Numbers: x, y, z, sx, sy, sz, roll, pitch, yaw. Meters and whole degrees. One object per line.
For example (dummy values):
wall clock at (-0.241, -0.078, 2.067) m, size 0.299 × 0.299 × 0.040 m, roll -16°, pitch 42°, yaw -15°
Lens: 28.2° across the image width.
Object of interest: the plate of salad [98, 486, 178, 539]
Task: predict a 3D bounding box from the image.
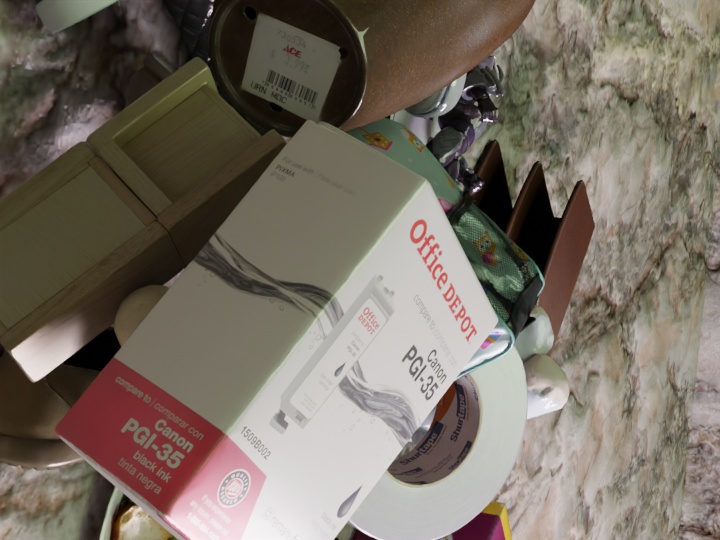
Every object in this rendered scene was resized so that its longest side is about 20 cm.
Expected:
plate of salad at (-0.116, 0.185, 0.973) m, size 0.200 × 0.048 × 0.201 m, roll 6°, pitch 90°, yaw -67°

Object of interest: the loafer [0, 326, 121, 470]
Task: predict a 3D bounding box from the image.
loafer at (-0.143, 0.064, 0.840) m, size 0.200 × 0.076 × 0.068 m, roll -19°, pitch 120°, yaw -65°

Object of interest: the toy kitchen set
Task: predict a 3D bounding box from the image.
toy kitchen set at (-0.138, -0.016, 0.830) m, size 0.180 × 0.163 × 0.200 m, roll -39°, pitch 151°, yaw -14°

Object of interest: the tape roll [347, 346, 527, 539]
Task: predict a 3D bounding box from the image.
tape roll at (0.038, 0.116, 1.162) m, size 0.200 × 0.066 × 0.201 m, roll -7°, pitch 102°, yaw -31°

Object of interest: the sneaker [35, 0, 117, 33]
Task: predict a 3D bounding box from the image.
sneaker at (-0.132, -0.207, 0.819) m, size 0.071 × 0.073 × 0.200 m, roll 55°, pitch 42°, yaw -22°

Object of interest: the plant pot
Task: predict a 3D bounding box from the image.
plant pot at (-0.005, -0.162, 0.838) m, size 0.200 × 0.187 × 0.187 m, roll -57°, pitch 146°, yaw -51°

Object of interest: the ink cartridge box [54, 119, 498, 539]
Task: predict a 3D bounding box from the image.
ink cartridge box at (-0.033, 0.048, 0.714) m, size 0.200 × 0.083 × 0.147 m, roll -52°, pitch 146°, yaw -14°

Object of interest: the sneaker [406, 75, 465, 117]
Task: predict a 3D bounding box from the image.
sneaker at (0.022, -0.202, 0.982) m, size 0.071 × 0.073 × 0.200 m, roll -23°, pitch 105°, yaw -52°

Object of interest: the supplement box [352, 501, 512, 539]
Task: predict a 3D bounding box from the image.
supplement box at (0.047, 0.302, 1.284) m, size 0.200 × 0.131 × 0.103 m, roll -60°, pitch 147°, yaw -43°

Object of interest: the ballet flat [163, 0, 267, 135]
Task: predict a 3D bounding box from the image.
ballet flat at (-0.094, -0.137, 0.947) m, size 0.200 × 0.057 × 0.067 m, roll 83°, pitch 19°, yaw -44°

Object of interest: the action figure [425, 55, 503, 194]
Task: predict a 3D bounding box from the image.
action figure at (0.072, -0.095, 1.141) m, size 0.130 × 0.069 × 0.200 m, roll 85°, pitch 28°, yaw -54°

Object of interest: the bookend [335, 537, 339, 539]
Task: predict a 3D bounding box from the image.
bookend at (-0.086, 0.307, 0.991) m, size 0.199 × 0.092 × 0.200 m, roll -27°, pitch 144°, yaw -48°

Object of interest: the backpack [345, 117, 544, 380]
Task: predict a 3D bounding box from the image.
backpack at (0.000, 0.000, 0.993) m, size 0.200 × 0.176 × 0.153 m, roll 55°, pitch 37°, yaw -5°

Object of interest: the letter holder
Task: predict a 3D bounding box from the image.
letter holder at (0.164, -0.026, 1.500) m, size 0.142 × 0.100 × 0.200 m, roll 69°, pitch 36°, yaw -44°

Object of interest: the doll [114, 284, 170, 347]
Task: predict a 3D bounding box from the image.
doll at (-0.080, 0.062, 0.786) m, size 0.136 × 0.048 × 0.200 m, roll -34°, pitch 145°, yaw -1°

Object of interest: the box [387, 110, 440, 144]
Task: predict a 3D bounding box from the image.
box at (0.015, -0.094, 1.180) m, size 0.117 × 0.060 × 0.200 m, roll 45°, pitch 55°, yaw -61°

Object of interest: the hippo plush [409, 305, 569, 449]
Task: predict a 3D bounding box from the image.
hippo plush at (0.073, 0.098, 1.322) m, size 0.161 × 0.159 × 0.200 m, roll 13°, pitch 127°, yaw -50°
